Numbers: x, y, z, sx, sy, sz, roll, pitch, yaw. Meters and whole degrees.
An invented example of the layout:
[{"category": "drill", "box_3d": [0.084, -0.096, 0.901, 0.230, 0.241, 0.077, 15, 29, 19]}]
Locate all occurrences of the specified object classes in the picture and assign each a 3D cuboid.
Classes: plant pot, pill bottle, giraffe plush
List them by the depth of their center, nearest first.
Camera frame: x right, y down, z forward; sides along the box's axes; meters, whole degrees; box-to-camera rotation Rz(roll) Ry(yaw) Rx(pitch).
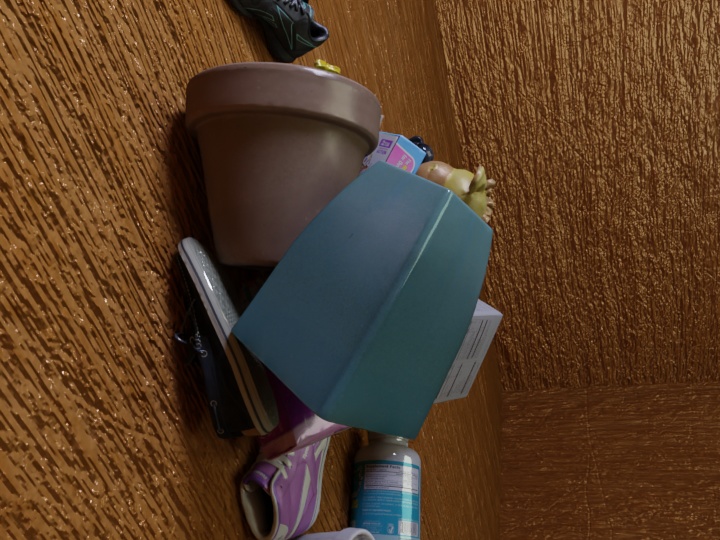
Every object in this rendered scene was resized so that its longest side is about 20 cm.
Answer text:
[{"category": "plant pot", "box_3d": [0.019, 0.019, 0.516, 0.141, 0.141, 0.201, 30, 92, -49]}, {"category": "plant pot", "box_3d": [-0.083, -0.088, 0.587, 0.200, 0.199, 0.176, 14, 80, -71]}, {"category": "giraffe plush", "box_3d": [0.097, -0.073, 0.761, 0.200, 0.162, 0.173, 38, 3, -17]}, {"category": "pill bottle", "box_3d": [0.041, 0.353, 0.921, 0.111, 0.110, 0.201, 56, 33, -55]}]

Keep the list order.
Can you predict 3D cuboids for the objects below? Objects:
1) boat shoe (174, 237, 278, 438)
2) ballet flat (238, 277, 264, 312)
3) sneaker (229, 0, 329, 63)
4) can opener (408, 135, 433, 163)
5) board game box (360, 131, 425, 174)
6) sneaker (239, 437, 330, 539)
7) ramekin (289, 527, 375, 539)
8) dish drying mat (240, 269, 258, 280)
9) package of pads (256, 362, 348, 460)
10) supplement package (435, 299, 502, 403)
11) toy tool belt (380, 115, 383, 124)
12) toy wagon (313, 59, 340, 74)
[{"category": "boat shoe", "box_3d": [-0.140, 0.066, 0.547, 0.075, 0.062, 0.201, 4, 65, -85]}, {"category": "ballet flat", "box_3d": [-0.088, 0.063, 0.707, 0.064, 0.075, 0.200, 55, -3, 29]}, {"category": "sneaker", "box_3d": [-0.109, -0.353, 0.754, 0.200, 0.079, 0.076, 32, 53, -66]}, {"category": "can opener", "box_3d": [0.053, -0.099, 0.854, 0.079, 0.063, 0.201, -19, 134, -61]}, {"category": "board game box", "box_3d": [-0.024, -0.068, 0.677, 0.040, 0.153, 0.201, 27, 94, -32]}, {"category": "sneaker", "box_3d": [-0.085, 0.200, 0.655, 0.114, 0.072, 0.202, 32, 54, -64]}, {"category": "ramekin", "box_3d": [-0.048, 0.396, 0.646, 0.200, 0.104, 0.201, -6, 90, -71]}, {"category": "dish drying mat", "box_3d": [-0.117, -0.077, 0.731, 0.200, 0.018, 0.077, -73, 150, -50]}, {"category": "package of pads", "box_3d": [-0.034, 0.122, 0.657, 0.199, 0.076, 0.121, -9, 68, -44]}, {"category": "supplement package", "box_3d": [0.073, 0.096, 0.853, 0.199, 0.152, 0.151, 3, 113, -45]}, {"category": "toy tool belt", "box_3d": [-0.017, -0.159, 0.875, 0.125, 0.123, 0.201, 36, 38, -19]}, {"category": "toy wagon", "box_3d": [-0.054, -0.203, 0.798, 0.154, 0.040, 0.201, 15, 59, -24]}]
